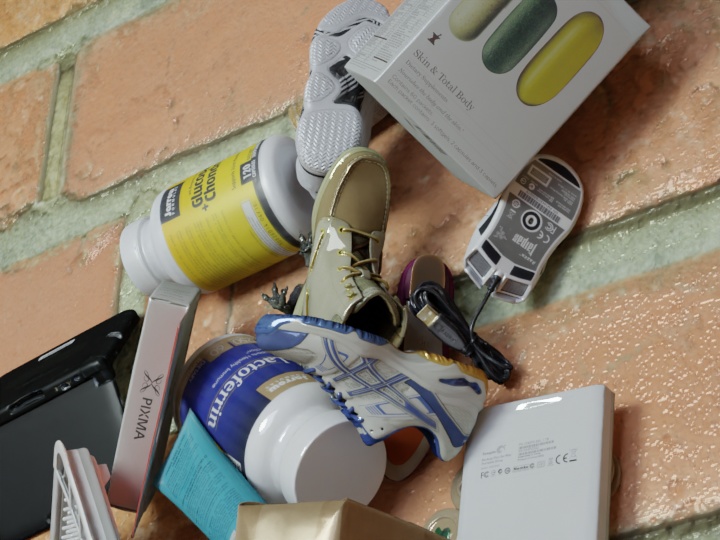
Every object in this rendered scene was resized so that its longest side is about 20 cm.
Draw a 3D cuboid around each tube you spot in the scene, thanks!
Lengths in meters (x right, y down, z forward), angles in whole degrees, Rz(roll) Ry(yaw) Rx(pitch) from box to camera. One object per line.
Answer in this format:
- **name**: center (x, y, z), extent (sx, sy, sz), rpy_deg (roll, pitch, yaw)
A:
- **tube**: center (-0.114, 0.198, 1.637), extent (0.200, 0.050, 0.078), rpy_deg (40, 103, 45)

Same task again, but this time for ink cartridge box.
- **ink cartridge box**: center (-0.192, 0.123, 1.769), extent (0.174, 0.043, 0.202), rpy_deg (-74, -2, -81)

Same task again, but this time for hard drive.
- **hard drive**: center (0.136, 0.196, 1.547), extent (0.131, 0.026, 0.202), rpy_deg (-15, 55, 34)

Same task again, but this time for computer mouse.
- **computer mouse**: center (0.127, -0.009, 1.684), extent (0.201, 0.109, 0.044), rpy_deg (-56, 4, -19)

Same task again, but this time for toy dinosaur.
- **toy dinosaur**: center (-0.041, 0.017, 1.796), extent (0.047, 0.088, 0.201), rpy_deg (3, 65, 39)

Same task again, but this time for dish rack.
- **dish rack**: center (-0.239, 0.266, 1.759), extent (0.201, 0.043, 0.172), rpy_deg (103, 150, -45)

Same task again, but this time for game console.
- **game console**: center (-0.296, 0.157, 1.976), extent (0.199, 0.117, 0.176), rpy_deg (-27, 19, 25)

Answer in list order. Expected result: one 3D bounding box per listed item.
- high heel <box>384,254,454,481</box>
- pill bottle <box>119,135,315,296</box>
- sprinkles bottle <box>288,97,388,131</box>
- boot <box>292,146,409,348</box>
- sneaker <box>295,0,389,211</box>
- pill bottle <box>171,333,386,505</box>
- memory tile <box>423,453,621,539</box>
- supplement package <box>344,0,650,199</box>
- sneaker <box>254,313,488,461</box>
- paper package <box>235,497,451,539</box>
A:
- **high heel**: center (0.050, 0.086, 1.719), extent (0.067, 0.096, 0.202), rpy_deg (13, 84, 3)
- **pill bottle**: center (-0.134, -0.045, 1.899), extent (0.199, 0.112, 0.113), rpy_deg (-24, 50, 27)
- **sprinkles bottle**: center (0.024, -0.190, 1.891), extent (0.200, 0.068, 0.069), rpy_deg (-38, 45, 15)
- **boot**: center (0.000, 0.000, 1.692), extent (0.155, 0.071, 0.202), rpy_deg (-145, 69, -71)
- **sneaker**: center (-0.019, -0.152, 1.831), extent (0.074, 0.115, 0.201), rpy_deg (12, 61, 3)
- **pill bottle**: center (-0.071, 0.139, 1.699), extent (0.200, 0.116, 0.116), rpy_deg (28, 83, 50)
- **memory tile**: center (0.114, 0.214, 1.585), extent (0.153, 0.017, 0.201), rpy_deg (25, 81, 46)
- **supplement package**: center (0.116, -0.195, 1.710), extent (0.200, 0.152, 0.151), rpy_deg (-47, 14, 0)
- **sneaker**: center (0.003, 0.095, 1.585), extent (0.075, 0.198, 0.089), rpy_deg (179, 110, -84)
- **paper package**: center (-0.016, 0.291, 1.505), extent (0.103, 0.190, 0.202), rpy_deg (-7, 68, 32)
